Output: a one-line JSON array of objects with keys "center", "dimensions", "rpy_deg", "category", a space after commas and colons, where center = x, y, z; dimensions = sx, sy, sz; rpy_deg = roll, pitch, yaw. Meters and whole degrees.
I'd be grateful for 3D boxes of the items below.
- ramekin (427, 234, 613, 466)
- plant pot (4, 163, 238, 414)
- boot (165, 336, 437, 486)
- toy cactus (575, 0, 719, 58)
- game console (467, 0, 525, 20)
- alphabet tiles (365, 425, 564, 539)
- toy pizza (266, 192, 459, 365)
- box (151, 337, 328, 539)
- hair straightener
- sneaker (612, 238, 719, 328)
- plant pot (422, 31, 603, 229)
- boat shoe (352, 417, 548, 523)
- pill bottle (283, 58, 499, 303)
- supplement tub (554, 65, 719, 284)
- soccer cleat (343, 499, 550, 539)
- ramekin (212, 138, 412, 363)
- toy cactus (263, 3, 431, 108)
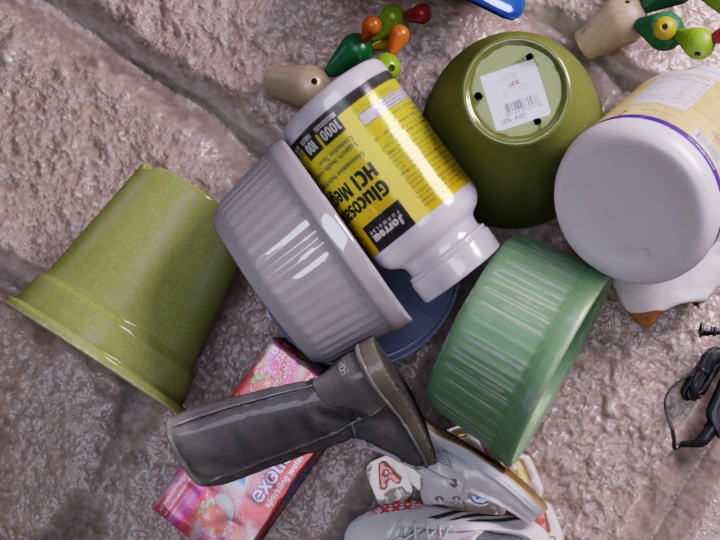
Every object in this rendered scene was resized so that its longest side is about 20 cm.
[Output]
[{"center": [0.143, 0.066, 1.041], "dimensions": [0.097, 0.200, 0.202], "rpy_deg": [28, 90, 15], "category": "ramekin"}, {"center": [-0.204, 0.008, 1.097], "dimensions": [0.199, 0.201, 0.185], "rpy_deg": [31, 78, 7], "category": "plant pot"}, {"center": [-0.047, 0.150, 1.010], "dimensions": [0.198, 0.183, 0.073], "rpy_deg": [-28, 39, 5], "category": "boot"}, {"center": [0.275, -0.257, 1.075], "dimensions": [0.164, 0.102, 0.202], "rpy_deg": [-30, 53, 30], "category": "toy cactus"}, {"center": [0.076, -0.346, 1.135], "dimensions": [0.169, 0.118, 0.202], "rpy_deg": [-2, 64, 36], "category": "game console"}, {"center": [0.093, 0.260, 1.121], "dimensions": [0.198, 0.015, 0.198], "rpy_deg": [-23, 84, 5], "category": "alphabet tiles"}, {"center": [0.000, 0.000, 1.125], "dimensions": [0.197, 0.032, 0.203], "rpy_deg": [-2, 70, 4], "category": "toy pizza"}, {"center": [-0.097, 0.173, 1.107], "dimensions": [0.102, 0.095, 0.201], "rpy_deg": [36, 91, 8], "category": "box"}, {"center": [0.348, 0.083, 1.097], "dimensions": [0.077, 0.041, 0.201], "rpy_deg": [33, 95, 8], "category": "hair straightener"}, {"center": [0.331, -0.019, 1.098], "dimensions": [0.199, 0.073, 0.085], "rpy_deg": [-32, 118, -4], "category": "sneaker"}, {"center": [0.142, -0.142, 1.048], "dimensions": [0.184, 0.200, 0.190], "rpy_deg": [0, 86, 6], "category": "plant pot"}, {"center": [0.081, 0.193, 1.089], "dimensions": [0.199, 0.071, 0.070], "rpy_deg": [29, 86, 22], "category": "boat shoe"}, {"center": [0.031, -0.076, 1.015], "dimensions": [0.112, 0.112, 0.201], "rpy_deg": [-37, 89, 3], "category": "pill bottle"}, {"center": [0.272, -0.091, 1.006], "dimensions": [0.144, 0.200, 0.147], "rpy_deg": [18, 124, 29], "category": "supplement tub"}, {"center": [0.080, 0.256, 1.072], "dimensions": [0.197, 0.085, 0.070], "rpy_deg": [3, 87, 7], "category": "soccer cleat"}, {"center": [-0.048, -0.009, 1.015], "dimensions": [0.094, 0.202, 0.203], "rpy_deg": [-36, 83, 1], "category": "ramekin"}, {"center": [-0.016, -0.176, 1.134], "dimensions": [0.163, 0.102, 0.202], "rpy_deg": [15, 88, 27], "category": "toy cactus"}]
